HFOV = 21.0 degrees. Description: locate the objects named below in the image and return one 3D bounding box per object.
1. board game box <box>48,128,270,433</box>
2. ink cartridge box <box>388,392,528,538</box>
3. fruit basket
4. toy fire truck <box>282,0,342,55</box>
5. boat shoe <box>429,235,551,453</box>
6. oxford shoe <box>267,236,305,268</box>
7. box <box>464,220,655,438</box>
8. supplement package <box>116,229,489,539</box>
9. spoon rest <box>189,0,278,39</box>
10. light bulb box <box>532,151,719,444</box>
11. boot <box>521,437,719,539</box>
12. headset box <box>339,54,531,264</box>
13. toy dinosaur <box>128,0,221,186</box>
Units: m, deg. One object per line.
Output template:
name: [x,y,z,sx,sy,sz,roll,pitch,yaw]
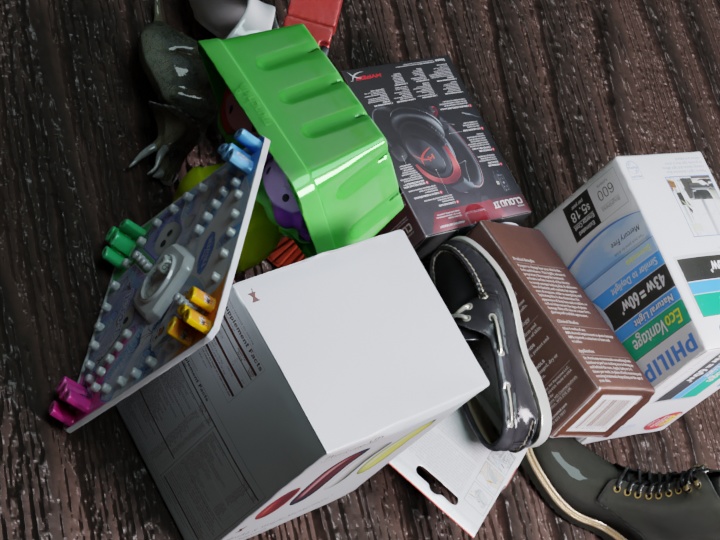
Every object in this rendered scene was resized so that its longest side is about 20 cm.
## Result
board game box: [-0.157,0.006,1.496,0.026,0.199,0.201,34,46,-25]
ink cartridge box: [0.088,0.144,1.702,0.109,0.050,0.200,41,45,-4]
fruit basket: [-0.089,-0.077,1.599,0.213,0.156,0.217,-6,53,8]
toy fire truck: [-0.060,-0.174,1.768,0.048,0.141,0.202,15,89,-2]
boat shoe: [0.101,0.064,1.685,0.060,0.074,0.202,-5,70,-43]
oxford shoe: [0.000,0.000,1.720,0.200,0.071,0.073,42,40,-6]
box: [0.165,0.053,1.742,0.100,0.075,0.201,7,44,-51]
supplement package: [-0.047,0.097,1.523,0.190,0.200,0.148,-19,73,-43]
spoon rest: [-0.108,-0.227,1.743,0.099,0.061,0.200,32,13,-20]
light bulb box: [0.260,0.026,1.809,0.124,0.198,0.201,-6,64,-39]
boot: [0.254,0.187,1.738,0.199,0.138,0.078,38,45,-9]
headset box: [0.058,-0.093,1.821,0.148,0.075,0.201,-14,71,-42]
toy dinosaur: [-0.156,-0.175,1.713,0.102,0.077,0.202,12,58,-48]
